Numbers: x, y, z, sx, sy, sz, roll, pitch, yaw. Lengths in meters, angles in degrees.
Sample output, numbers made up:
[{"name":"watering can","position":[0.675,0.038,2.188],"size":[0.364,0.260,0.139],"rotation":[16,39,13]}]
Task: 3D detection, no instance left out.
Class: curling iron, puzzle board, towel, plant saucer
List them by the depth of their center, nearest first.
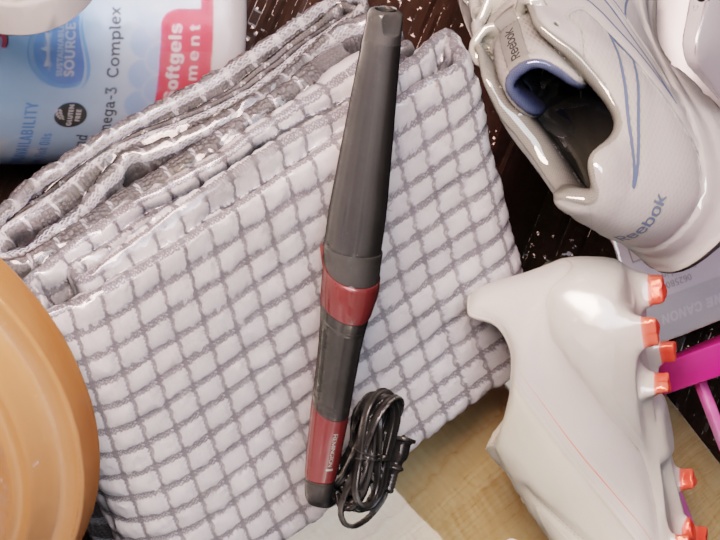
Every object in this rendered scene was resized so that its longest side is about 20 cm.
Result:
[{"name":"plant saucer","position":[-0.190,0.054,1.018],"size":[0.200,0.200,0.032],"rotation":[38,37,-7]},{"name":"curling iron","position":[0.000,0.000,1.042],"size":[0.050,0.026,0.200],"rotation":[-31,129,-52]},{"name":"towel","position":[-0.039,0.005,1.088],"size":[0.200,0.086,0.166],"rotation":[-35,133,-20]},{"name":"puzzle board","position":[0.054,0.113,1.170],"size":[0.200,0.017,0.151],"rotation":[-39,93,-19]}]

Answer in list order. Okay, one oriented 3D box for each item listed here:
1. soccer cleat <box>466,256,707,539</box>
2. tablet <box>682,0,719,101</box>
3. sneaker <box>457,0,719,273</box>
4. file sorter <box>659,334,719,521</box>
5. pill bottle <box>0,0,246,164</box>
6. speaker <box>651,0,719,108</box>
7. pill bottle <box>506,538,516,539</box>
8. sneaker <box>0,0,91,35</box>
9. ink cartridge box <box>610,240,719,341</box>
[{"name":"soccer cleat","position":[0.091,0.085,1.126],"size":[0.077,0.069,0.200],"rotation":[-4,116,15]},{"name":"tablet","position":[0.176,-0.104,1.138],"size":[0.014,0.200,0.130],"rotation":[3,72,30]},{"name":"sneaker","position":[0.076,-0.092,1.095],"size":[0.087,0.075,0.200],"rotation":[15,38,-49]},{"name":"file sorter","position":[0.223,0.059,1.126],"size":[0.139,0.200,0.126],"rotation":[-21,87,-28]},{"name":"pill bottle","position":[-0.151,-0.094,1.098],"size":[0.200,0.109,0.109],"rotation":[-1,79,-17]},{"name":"speaker","position":[0.137,-0.122,1.161],"size":[0.081,0.081,0.200],"rotation":[8,83,-16]},{"name":"pill bottle","position":[0.014,0.196,1.076],"size":[0.111,0.111,0.200],"rotation":[45,80,-4]},{"name":"sneaker","position":[-0.179,-0.155,1.014],"size":[0.200,0.085,0.073],"rotation":[21,52,23]},{"name":"ink cartridge box","position":[0.147,-0.087,1.229],"size":[0.162,0.057,0.200],"rotation":[-20,97,-20]}]
